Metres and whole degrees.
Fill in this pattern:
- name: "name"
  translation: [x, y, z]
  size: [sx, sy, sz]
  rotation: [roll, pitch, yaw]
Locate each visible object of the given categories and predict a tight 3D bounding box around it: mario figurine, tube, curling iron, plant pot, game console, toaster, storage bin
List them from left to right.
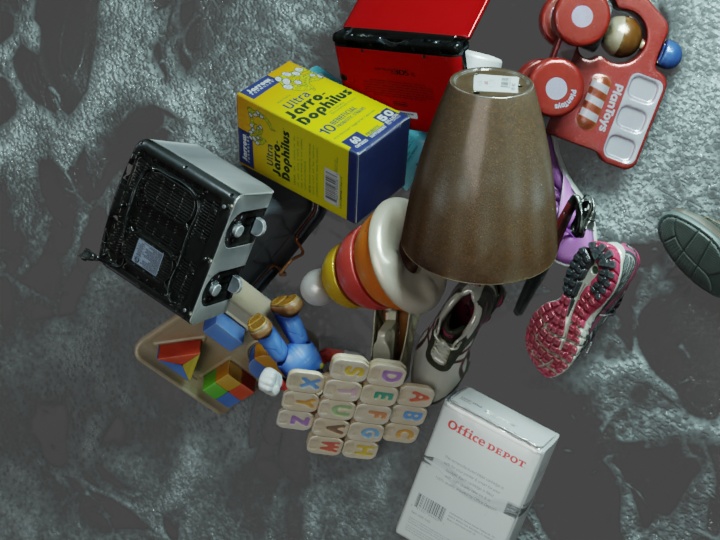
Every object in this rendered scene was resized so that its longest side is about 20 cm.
- name: "toaster"
  translation: [-0.227, -0.056, 1.364]
  size: [0.199, 0.118, 0.183]
  rotation: [30, 107, 22]
- name: "storage bin"
  translation: [-0.158, -0.053, 1.472]
  size: [0.146, 0.134, 0.200]
  rotation: [48, 114, 13]
- name: "mario figurine"
  translation: [-0.063, 0.133, 1.441]
  size: [0.122, 0.106, 0.201]
  rotation: [-25, 114, 14]
- name: "tube"
  translation: [0.005, -0.195, 1.427]
  size: [0.199, 0.050, 0.078]
  rotation: [38, 112, 12]
- name: "game console"
  translation: [0.077, -0.275, 1.336]
  size: [0.198, 0.118, 0.174]
  rotation: [15, 129, 39]
- name: "plant pot"
  translation: [0.142, -0.119, 1.221]
  size: [0.185, 0.187, 0.202]
  rotation: [16, 123, 23]
- name: "curling iron"
  translation: [0.230, -0.014, 1.313]
  size: [0.050, 0.025, 0.201]
  rotation: [-103, 30, -41]

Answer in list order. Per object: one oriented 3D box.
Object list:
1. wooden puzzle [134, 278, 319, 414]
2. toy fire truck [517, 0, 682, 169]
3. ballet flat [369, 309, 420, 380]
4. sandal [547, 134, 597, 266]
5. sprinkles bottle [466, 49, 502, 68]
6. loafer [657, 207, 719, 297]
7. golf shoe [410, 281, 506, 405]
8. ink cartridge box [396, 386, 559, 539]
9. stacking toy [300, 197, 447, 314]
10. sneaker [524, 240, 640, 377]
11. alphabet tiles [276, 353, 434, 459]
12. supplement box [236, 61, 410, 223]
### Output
- name: "wooden puzzle"
  translation: [-0.185, 0.116, 1.494]
  size: [0.199, 0.047, 0.185]
  rotation: [-35, 125, 23]
- name: "toy fire truck"
  translation: [0.281, -0.238, 1.260]
  size: [0.166, 0.112, 0.202]
  rotation: [20, 99, -5]
- name: "ballet flat"
  translation: [0.045, 0.062, 1.427]
  size: [0.067, 0.062, 0.203]
  rotation: [6, 99, 26]
- name: "sandal"
  translation: [0.225, -0.097, 1.327]
  size: [0.082, 0.050, 0.205]
  rotation: [-24, 86, 26]
- name: "sprinkles bottle"
  translation: [0.122, -0.174, 1.357]
  size: [0.068, 0.068, 0.203]
  rotation: [19, 104, 22]
- name: "loafer"
  translation: [0.433, -0.003, 1.242]
  size: [0.200, 0.063, 0.072]
  rotation: [44, 143, 18]
- name: "golf shoe"
  translation: [0.110, 0.089, 1.386]
  size: [0.077, 0.088, 0.202]
  rotation: [31, 110, 17]
- name: "ink cartridge box"
  translation: [0.150, 0.273, 1.390]
  size: [0.144, 0.085, 0.202]
  rotation: [26, 108, 21]
- name: "stacking toy"
  translation: [0.000, 0.000, 1.379]
  size: [0.199, 0.145, 0.148]
  rotation: [-17, 89, 39]
- name: "sneaker"
  translation: [0.273, 0.052, 1.313]
  size: [0.081, 0.074, 0.201]
  rotation: [53, 129, 32]
- name: "alphabet tiles"
  translation: [-0.008, 0.182, 1.412]
  size: [0.193, 0.015, 0.201]
  rotation: [8, 134, -9]
- name: "supplement box"
  translation: [-0.049, -0.165, 1.367]
  size: [0.199, 0.109, 0.110]
  rotation: [28, 137, 26]
